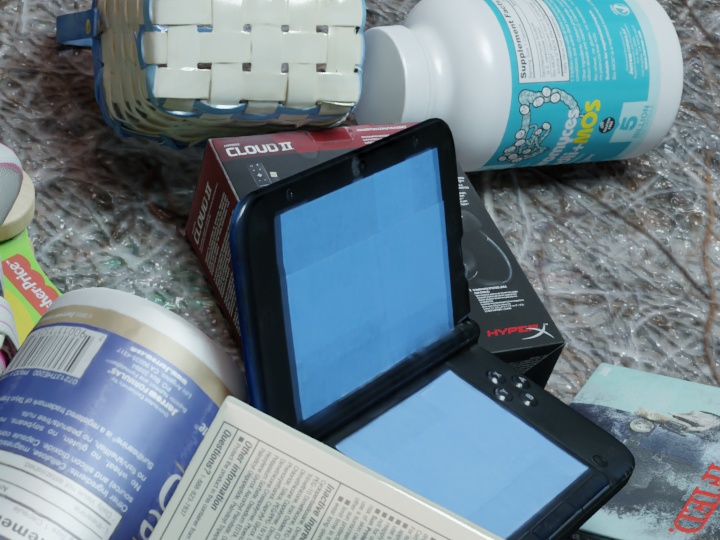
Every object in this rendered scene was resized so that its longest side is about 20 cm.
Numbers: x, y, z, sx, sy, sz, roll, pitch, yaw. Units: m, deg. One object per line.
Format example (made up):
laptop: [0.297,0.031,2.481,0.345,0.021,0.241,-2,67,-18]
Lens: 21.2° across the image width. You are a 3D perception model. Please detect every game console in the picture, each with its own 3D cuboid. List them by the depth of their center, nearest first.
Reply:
game console: [0.040,0.038,0.870,0.170,0.119,0.200,34,30,18]

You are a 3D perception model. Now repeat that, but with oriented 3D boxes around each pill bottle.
pill bottle: [-0.132,0.115,0.809,0.110,0.111,0.201,25,57,7]
pill bottle: [0.095,-0.119,1.200,0.198,0.111,0.111,-6,48,-29]

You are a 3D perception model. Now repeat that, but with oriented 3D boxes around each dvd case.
dvd case: [0.187,0.112,1.009,0.198,0.022,0.146,13,37,29]

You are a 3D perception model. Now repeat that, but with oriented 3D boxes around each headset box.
headset box: [0.000,0.000,1.072,0.147,0.078,0.201,-7,48,-27]

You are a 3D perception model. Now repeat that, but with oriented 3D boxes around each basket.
basket: [-0.079,-0.141,1.138,0.174,0.200,0.141,-1,90,-20]

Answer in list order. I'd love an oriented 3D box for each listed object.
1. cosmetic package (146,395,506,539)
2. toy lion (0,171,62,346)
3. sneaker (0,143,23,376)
cosmetic package: [0.013,0.143,0.738,0.199,0.071,0.106,28,74,8]
toy lion: [-0.203,0.057,0.957,0.191,0.069,0.200,-29,60,-31]
sneaker: [-0.196,0.028,0.903,0.087,0.082,0.201,16,62,7]
